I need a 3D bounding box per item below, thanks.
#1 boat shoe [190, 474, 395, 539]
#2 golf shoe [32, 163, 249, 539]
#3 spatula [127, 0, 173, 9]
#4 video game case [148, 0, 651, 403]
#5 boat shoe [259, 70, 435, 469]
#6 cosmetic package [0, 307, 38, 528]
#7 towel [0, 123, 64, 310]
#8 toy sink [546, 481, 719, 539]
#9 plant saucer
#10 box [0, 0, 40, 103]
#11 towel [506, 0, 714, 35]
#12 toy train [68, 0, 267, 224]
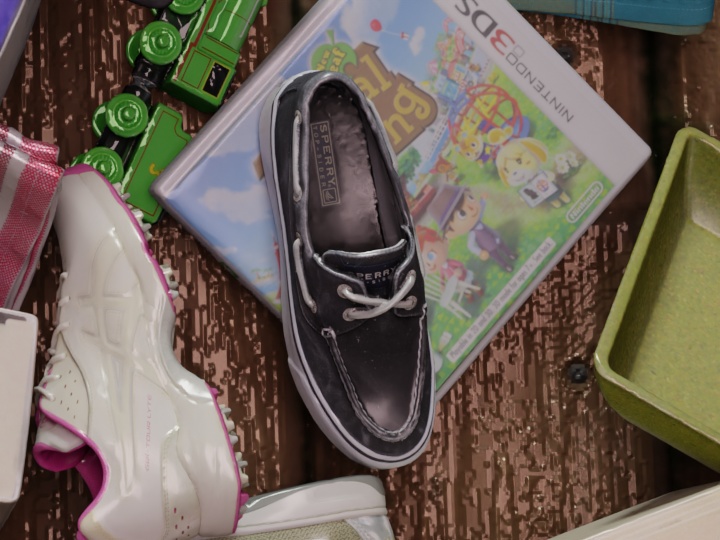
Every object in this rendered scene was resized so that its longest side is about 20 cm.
[{"bbox_3d":[-0.077,0.153,1.457,0.201,0.074,0.065,-14,80,-18],"label":"boat shoe"},{"bbox_3d":[-0.123,0.042,1.421,0.091,0.075,0.201,-19,68,-12],"label":"golf shoe"},{"bbox_3d":[-0.174,-0.160,1.324,0.199,0.021,0.057,22,83,-8],"label":"spatula"},{"bbox_3d":[0.023,-0.050,1.510,0.182,0.022,0.200,44,78,-12],"label":"video game case"},{"bbox_3d":[0.000,0.000,1.455,0.071,0.068,0.201,-10,93,-17],"label":"boat shoe"},{"bbox_3d":[-0.206,0.068,1.383,0.103,0.200,0.088,8,80,-9],"label":"cosmetic package"},{"bbox_3d":[-0.245,-0.046,1.421,0.199,0.146,0.030,22,54,-4],"label":"towel"},{"bbox_3d":[0.104,0.189,1.452,0.199,0.130,0.112,-20,86,-12],"label":"toy sink"},{"bbox_3d":[0.214,0.047,1.495,0.199,0.048,0.200,30,43,-4],"label":"plant saucer"},{"bbox_3d":[-0.252,-0.150,1.414,0.199,0.184,0.105,21,76,-5],"label":"box"},{"bbox_3d":[0.113,-0.217,1.486,0.146,0.022,0.201,9,122,12],"label":"towel"},{"bbox_3d":[-0.086,-0.114,1.511,0.056,0.042,0.201,27,78,-14],"label":"toy train"}]
